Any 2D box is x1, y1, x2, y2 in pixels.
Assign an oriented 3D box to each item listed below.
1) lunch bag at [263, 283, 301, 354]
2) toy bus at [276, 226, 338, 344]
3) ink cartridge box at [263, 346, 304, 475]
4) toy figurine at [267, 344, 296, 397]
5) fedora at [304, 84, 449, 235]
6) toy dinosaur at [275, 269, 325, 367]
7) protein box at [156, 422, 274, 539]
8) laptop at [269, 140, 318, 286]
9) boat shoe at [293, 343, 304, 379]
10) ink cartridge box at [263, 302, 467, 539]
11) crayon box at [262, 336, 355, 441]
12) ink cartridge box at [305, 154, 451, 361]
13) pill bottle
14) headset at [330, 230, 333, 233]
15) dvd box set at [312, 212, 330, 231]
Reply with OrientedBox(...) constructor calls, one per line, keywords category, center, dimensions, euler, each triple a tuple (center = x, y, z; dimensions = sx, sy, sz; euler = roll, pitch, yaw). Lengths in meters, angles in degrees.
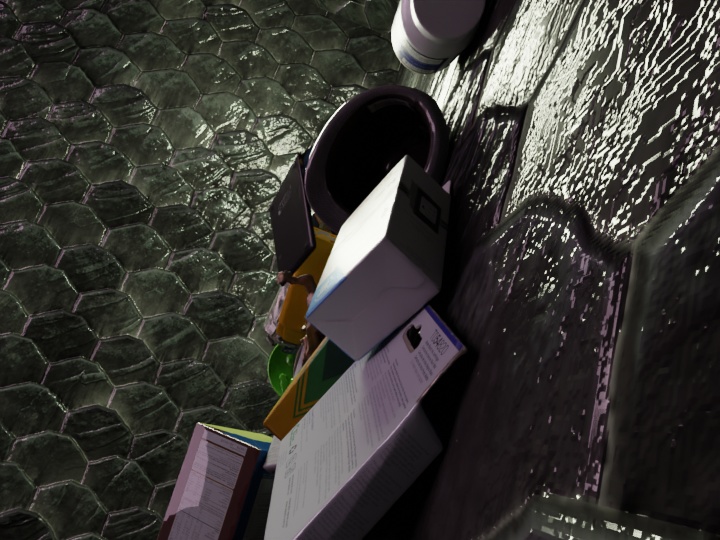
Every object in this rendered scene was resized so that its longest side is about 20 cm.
OrientedBox(category="lunch bag", center=(-0.091, 0.050, 1.093), dimensions=(0.166, 0.138, 0.205), euler=(9, -71, -58))
OrientedBox(category="toy bus", center=(-0.089, 0.032, 0.959), dimensions=(0.079, 0.063, 0.206), euler=(-87, 16, -71))
OrientedBox(category="ink cartridge box", center=(-0.056, 0.182, 0.807), dimensions=(0.161, 0.056, 0.204), euler=(-33, 30, 49))
OrientedBox(category="toy figurine", center=(-0.111, 0.266, 1.204), dimensions=(0.186, 0.145, 0.205), euler=(92, 167, -56))
OrientedBox(category="fedora", center=(0.030, -0.130, 0.731), dimensions=(0.203, 0.175, 0.090), euler=(-57, -23, 5))
OrientedBox(category="toy dinosaur", center=(-0.021, 0.035, 0.758), dimensions=(0.087, 0.197, 0.136), euler=(57, -179, 36))
OrientedBox(category="protein box", center=(-0.186, 0.371, 0.898), dimensions=(0.198, 0.131, 0.206), euler=(40, -115, -59))
OrientedBox(category="laptop", center=(-0.061, -0.105, 0.847), dimensions=(0.187, 0.112, 0.207), euler=(141, 121, -64))
OrientedBox(category="boat shoe", center=(-0.077, 0.188, 0.937), dimensions=(0.063, 0.070, 0.208), euler=(112, 168, -82))
OrientedBox(category="ink cartridge box", center=(0.005, 0.119, 0.449), dimensions=(0.201, 0.040, 0.200), euler=(-49, 8, 5))
OrientedBox(category="crayon box", center=(-0.040, 0.118, 0.662), dimensions=(0.202, 0.050, 0.127), euler=(-53, 0, 20))
OrientedBox(category="ink cartridge box", center=(0.025, -0.028, 0.550), dimensions=(0.116, 0.066, 0.202), euler=(-44, 16, 32))
OrientedBox(category="pill bottle", center=(0.105, -0.348, 0.790), dimensions=(0.200, 0.112, 0.119), euler=(-104, 33, -80))
OrientedBox(category="headset", center=(0.007, -0.080, 1.066), dimensions=(0.199, 0.091, 0.127), euler=(156, 134, -70))
OrientedBox(category="dvd box set", center=(-0.012, -0.135, 1.161), dimensions=(0.196, 0.030, 0.146), euler=(-31, -4, -13))
